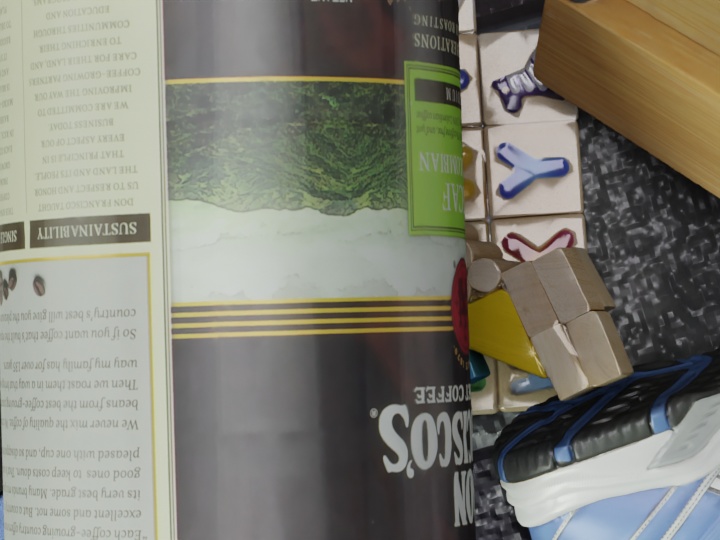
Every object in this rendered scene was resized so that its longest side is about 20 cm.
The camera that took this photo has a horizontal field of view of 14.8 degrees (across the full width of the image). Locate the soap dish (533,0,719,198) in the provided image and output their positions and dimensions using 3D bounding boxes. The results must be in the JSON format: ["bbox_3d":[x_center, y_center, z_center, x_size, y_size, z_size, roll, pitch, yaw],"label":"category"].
[{"bbox_3d":[0.168,-0.087,0.895,0.200,0.081,0.157,36,85,34],"label":"soap dish"}]

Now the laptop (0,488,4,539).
[{"bbox_3d":[-0.095,0.185,0.890,0.116,0.200,0.187,43,86,-25],"label":"laptop"}]

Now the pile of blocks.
[{"bbox_3d":[0.000,0.000,0.934,0.200,0.062,0.082,28,97,15],"label":"pile of blocks"}]

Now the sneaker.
[{"bbox_3d":[0.147,0.058,0.921,0.199,0.076,0.077,-18,103,1],"label":"sneaker"}]

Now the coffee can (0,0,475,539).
[{"bbox_3d":[-0.039,0.003,0.836,0.146,0.146,0.201,-2,89,3],"label":"coffee can"}]

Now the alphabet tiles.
[{"bbox_3d":[-0.006,-0.047,0.971,0.167,0.008,0.201,-3,82,3],"label":"alphabet tiles"}]
